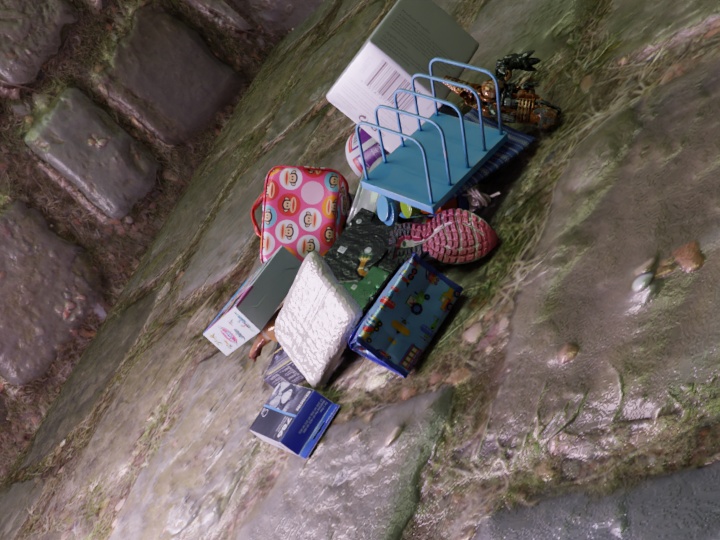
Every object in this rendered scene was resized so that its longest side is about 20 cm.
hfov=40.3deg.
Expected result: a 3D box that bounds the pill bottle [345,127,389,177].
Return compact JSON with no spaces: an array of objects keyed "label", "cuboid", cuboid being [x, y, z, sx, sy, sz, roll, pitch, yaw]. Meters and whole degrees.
[{"label":"pill bottle","cuboid":[0.067,-0.258,1.909,0.199,0.112,0.113,-29,29,45]}]

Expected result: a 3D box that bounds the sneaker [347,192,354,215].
[{"label":"sneaker","cuboid":[-0.052,-0.083,1.904,0.080,0.086,0.201,-38,24,36]}]

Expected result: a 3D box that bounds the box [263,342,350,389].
[{"label":"box","cuboid":[-0.074,0.104,1.687,0.199,0.049,0.162,-35,24,40]}]

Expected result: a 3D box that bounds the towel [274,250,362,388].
[{"label":"towel","cuboid":[-0.068,0.081,1.542,0.034,0.133,0.201,-20,-29,-40]}]

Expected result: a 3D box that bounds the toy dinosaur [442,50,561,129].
[{"label":"toy dinosaur","cuboid":[0.224,-0.281,1.545,0.136,0.199,0.103,-44,-14,-42]}]

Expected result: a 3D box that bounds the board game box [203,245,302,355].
[{"label":"board game box","cuboid":[-0.188,0.056,1.727,0.148,0.064,0.200,-54,8,-29]}]

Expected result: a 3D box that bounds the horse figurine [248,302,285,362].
[{"label":"horse figurine","cuboid":[-0.139,0.087,1.721,0.133,0.050,0.199,-57,15,-23]}]

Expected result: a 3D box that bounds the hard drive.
[{"label":"hard drive","cuboid":[0.000,0.000,1.606,0.139,0.038,0.201,23,65,35]}]

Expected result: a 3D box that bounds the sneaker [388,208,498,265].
[{"label":"sneaker","cuboid":[0.130,-0.048,1.474,0.199,0.074,0.082,0,85,51]}]

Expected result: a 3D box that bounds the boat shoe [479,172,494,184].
[{"label":"boat shoe","cuboid":[0.179,-0.190,1.629,0.069,0.056,0.201,-55,15,19]}]

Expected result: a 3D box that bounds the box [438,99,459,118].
[{"label":"box","cuboid":[0.108,-0.203,1.729,0.202,0.043,0.160,-59,6,14]}]

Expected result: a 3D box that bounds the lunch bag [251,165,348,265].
[{"label":"lunch bag","cuboid":[-0.116,-0.090,1.796,0.082,0.173,0.204,19,-103,-79]}]

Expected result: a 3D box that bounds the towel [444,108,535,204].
[{"label":"towel","cuboid":[0.152,-0.179,1.516,0.199,0.024,0.144,-35,43,-20]}]

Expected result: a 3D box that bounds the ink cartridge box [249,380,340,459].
[{"label":"ink cartridge box","cuboid":[-0.108,0.233,1.554,0.100,0.039,0.199,-56,21,-16]}]

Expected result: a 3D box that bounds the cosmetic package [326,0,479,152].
[{"label":"cosmetic package","cuboid":[0.075,-0.351,1.720,0.165,0.164,0.201,-42,11,49]}]

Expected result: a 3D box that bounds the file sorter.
[{"label":"file sorter","cuboid":[0.104,-0.207,1.455,0.138,0.124,0.200,22,53,35]}]

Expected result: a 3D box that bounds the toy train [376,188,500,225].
[{"label":"toy train","cuboid":[0.114,-0.108,1.514,0.114,0.086,0.199,-11,3,-26]}]

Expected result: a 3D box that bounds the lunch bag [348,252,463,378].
[{"label":"lunch bag","cuboid":[0.052,0.065,1.454,0.152,0.094,0.200,-56,7,-8]}]

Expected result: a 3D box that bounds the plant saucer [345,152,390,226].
[{"label":"plant saucer","cuboid":[0.012,-0.124,1.775,0.200,0.049,0.203,-162,89,-87]}]
